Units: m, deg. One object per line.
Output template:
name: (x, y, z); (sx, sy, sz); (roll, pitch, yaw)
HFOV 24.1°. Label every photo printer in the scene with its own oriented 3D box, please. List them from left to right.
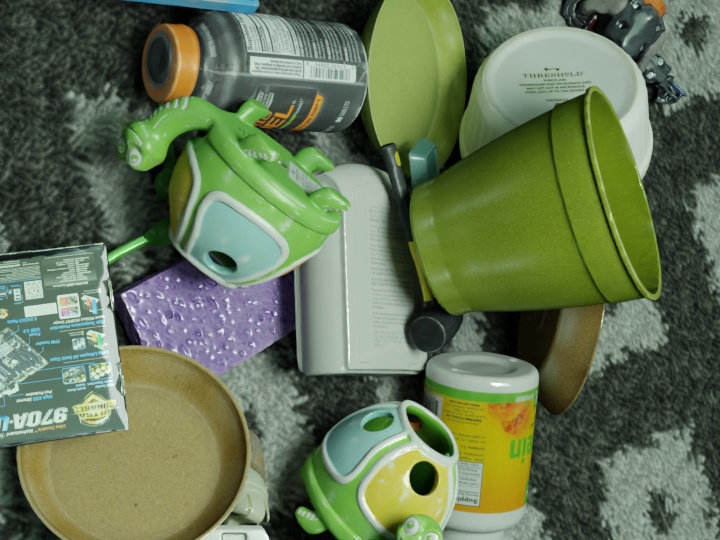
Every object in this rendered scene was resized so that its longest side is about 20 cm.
photo printer: (0.000, 0.000, 1.609); (0.166, 0.069, 0.202); (5, 81, -59)

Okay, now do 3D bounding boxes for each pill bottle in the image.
pill bottle: (-0.100, -0.185, 1.565); (0.199, 0.106, 0.107); (1, 84, -35)
pill bottle: (0.111, 0.188, 1.652); (0.111, 0.111, 0.201); (-4, 104, -35)

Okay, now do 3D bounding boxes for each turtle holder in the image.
turtle holder: (-0.111, -0.066, 1.469); (0.132, 0.141, 0.185); (-48, 135, 14)
turtle holder: (0.021, 0.198, 1.545); (0.141, 0.132, 0.186); (42, 18, 1)

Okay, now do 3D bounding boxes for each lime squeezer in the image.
lime squeezer: (-0.192, -0.067, 1.538); (0.070, 0.038, 0.201); (19, 72, 0)

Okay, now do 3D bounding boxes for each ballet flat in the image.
ballet flat: (-0.117, 0.238, 1.528); (0.068, 0.067, 0.201); (29, 69, -33)

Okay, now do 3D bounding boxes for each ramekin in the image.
ramekin: (0.199, -0.157, 1.699); (0.203, 0.202, 0.095); (-49, 155, -29)

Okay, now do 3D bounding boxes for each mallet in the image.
mallet: (0.056, -0.025, 1.606); (0.066, 0.041, 0.201); (-26, 104, -66)

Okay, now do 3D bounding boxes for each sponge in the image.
sponge: (-0.129, 0.031, 1.567); (0.199, 0.030, 0.112); (-30, 103, -34)

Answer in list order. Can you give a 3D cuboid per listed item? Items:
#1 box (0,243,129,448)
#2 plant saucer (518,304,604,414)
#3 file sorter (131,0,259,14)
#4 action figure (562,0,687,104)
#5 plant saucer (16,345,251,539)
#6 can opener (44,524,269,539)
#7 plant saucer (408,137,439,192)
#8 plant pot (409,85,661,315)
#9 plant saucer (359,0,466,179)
box: (-0.300, 0.067, 1.399); (0.199, 0.046, 0.160); (-8, 89, -18)
plant saucer: (0.197, 0.043, 1.699); (0.035, 0.200, 0.202); (10, 78, -10)
file sorter: (-0.150, -0.351, 1.499); (0.138, 0.123, 0.201); (1, 61, -35)
action figure: (0.300, -0.225, 1.856); (0.199, 0.104, 0.194); (32, 78, -25)
plant saucer: (-0.194, 0.161, 1.456); (0.199, 0.036, 0.201); (3, 59, -6)
can opener: (-0.170, 0.245, 1.449); (0.199, 0.067, 0.054); (2, 83, -12)
plant saucer: (0.073, -0.027, 1.671); (0.070, 0.019, 0.201); (-55, 141, -68)
plant pot: (0.155, -0.045, 1.560); (0.200, 0.192, 0.202); (-16, 90, -70)
plant saucer: (0.047, -0.191, 1.678); (0.200, 0.031, 0.202); (-10, 102, -59)
